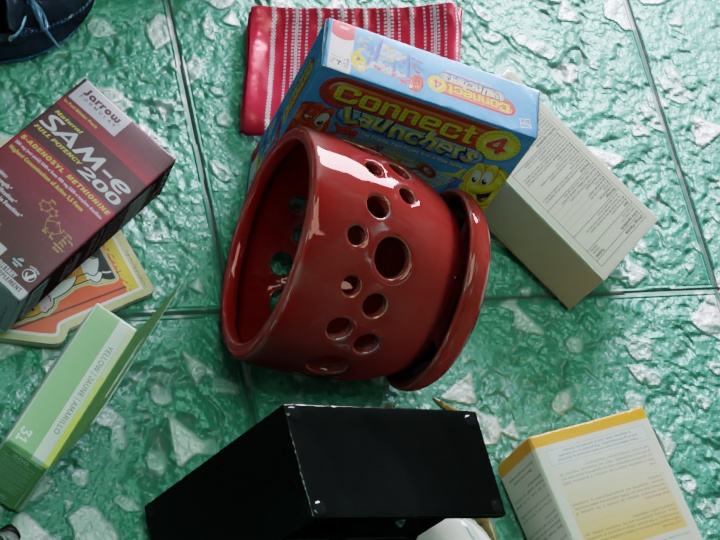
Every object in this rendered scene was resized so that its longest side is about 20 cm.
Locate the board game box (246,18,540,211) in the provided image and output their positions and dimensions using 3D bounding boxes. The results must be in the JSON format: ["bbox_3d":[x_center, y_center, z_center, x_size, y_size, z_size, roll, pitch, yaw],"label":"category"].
[{"bbox_3d":[0.026,-0.107,1.760,0.199,0.196,0.056,17,52,-13],"label":"board game box"}]

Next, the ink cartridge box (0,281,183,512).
[{"bbox_3d":[-0.217,0.088,1.549,0.048,0.200,0.146,33,56,-6],"label":"ink cartridge box"}]

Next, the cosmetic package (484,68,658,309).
[{"bbox_3d":[0.164,-0.076,1.871,0.200,0.073,0.104,47,55,0],"label":"cosmetic package"}]

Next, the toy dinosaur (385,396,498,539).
[{"bbox_3d":[0.063,0.168,1.724,0.199,0.060,0.107,31,88,-3],"label":"toy dinosaur"}]

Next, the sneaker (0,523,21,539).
[{"bbox_3d":[-0.235,0.242,1.528,0.199,0.075,0.116,-3,60,-16],"label":"sneaker"}]

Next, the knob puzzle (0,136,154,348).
[{"bbox_3d":[-0.294,-0.025,1.682,0.219,0.030,0.221,10,60,-18],"label":"knob puzzle"}]

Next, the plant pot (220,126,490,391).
[{"bbox_3d":[0.000,0.000,1.694,0.182,0.200,0.201,17,58,-18],"label":"plant pot"}]

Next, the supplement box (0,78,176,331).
[{"bbox_3d":[-0.256,-0.056,1.659,0.109,0.061,0.200,41,54,3],"label":"supplement box"}]

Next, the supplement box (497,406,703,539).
[{"bbox_3d":[0.217,0.231,1.734,0.125,0.074,0.201,-11,68,-28],"label":"supplement box"}]

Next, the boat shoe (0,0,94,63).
[{"bbox_3d":[-0.310,-0.217,1.755,0.200,0.069,0.084,-32,79,-33],"label":"boat shoe"}]

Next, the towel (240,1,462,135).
[{"bbox_3d":[-0.009,-0.184,1.847,0.199,0.023,0.145,0,60,7],"label":"towel"}]

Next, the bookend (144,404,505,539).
[{"bbox_3d":[-0.030,0.189,1.601,0.198,0.200,0.093,6,59,-41],"label":"bookend"}]

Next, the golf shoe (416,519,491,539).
[{"bbox_3d":[0.098,0.254,1.647,0.200,0.097,0.078,34,84,0],"label":"golf shoe"}]
